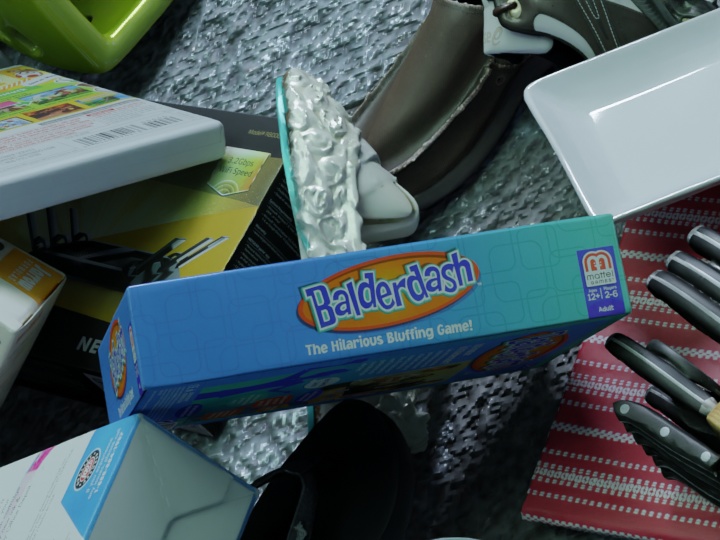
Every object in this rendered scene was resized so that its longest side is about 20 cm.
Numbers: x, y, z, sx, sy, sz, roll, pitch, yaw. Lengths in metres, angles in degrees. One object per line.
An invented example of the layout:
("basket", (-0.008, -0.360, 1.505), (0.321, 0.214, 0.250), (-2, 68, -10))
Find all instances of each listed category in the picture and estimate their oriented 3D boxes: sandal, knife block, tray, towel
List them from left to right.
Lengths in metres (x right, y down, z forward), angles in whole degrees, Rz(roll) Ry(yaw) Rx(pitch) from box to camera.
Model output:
("sandal", (-0.045, 0.135, 1.065), (0.076, 0.043, 0.201), (17, 64, 45))
("towel", (0.161, 0.028, 1.086), (0.144, 0.022, 0.201), (5, 63, 39))
("tray", (0.180, -0.080, 1.119), (0.199, 0.022, 0.108), (-22, 43, -2))
("knife block", (0.195, 0.053, 0.985), (0.199, 0.064, 0.176), (-12, 55, 25))

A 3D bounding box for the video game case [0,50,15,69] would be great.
("video game case", (-0.320, -0.080, 1.561), (0.200, 0.024, 0.182), (23, 73, 48))

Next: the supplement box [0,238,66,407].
("supplement box", (-0.225, 0.083, 1.225), (0.201, 0.073, 0.126), (-62, 2, 11))

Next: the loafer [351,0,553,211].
("loafer", (0.048, -0.112, 1.252), (0.200, 0.071, 0.073), (-49, 41, -5))

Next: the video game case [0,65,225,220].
("video game case", (-0.200, -0.060, 1.274), (0.199, 0.023, 0.181), (-19, 25, -38))

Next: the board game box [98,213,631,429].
("board game box", (-0.004, 0.025, 1.060), (0.199, 0.152, 0.045), (-8, 81, -12))

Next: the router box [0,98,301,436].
("router box", (-0.119, -0.009, 1.317), (0.199, 0.052, 0.158), (10, 64, 43))

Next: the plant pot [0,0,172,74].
("plant pot", (-0.199, -0.246, 1.464), (0.181, 0.199, 0.200), (4, 51, 47))

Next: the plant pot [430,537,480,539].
("plant pot", (-0.006, 0.224, 0.945), (0.188, 0.200, 0.201), (-29, 41, 39))

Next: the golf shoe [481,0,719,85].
("golf shoe", (0.078, -0.150, 1.177), (0.094, 0.200, 0.078), (-41, -4, -3))

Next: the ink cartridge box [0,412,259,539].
("ink cartridge box", (-0.136, 0.142, 1.086), (0.200, 0.068, 0.116), (-23, 39, 55))

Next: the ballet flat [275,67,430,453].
("ballet flat", (0.000, 0.000, 1.187), (0.071, 0.072, 0.201), (-17, 68, 28))
